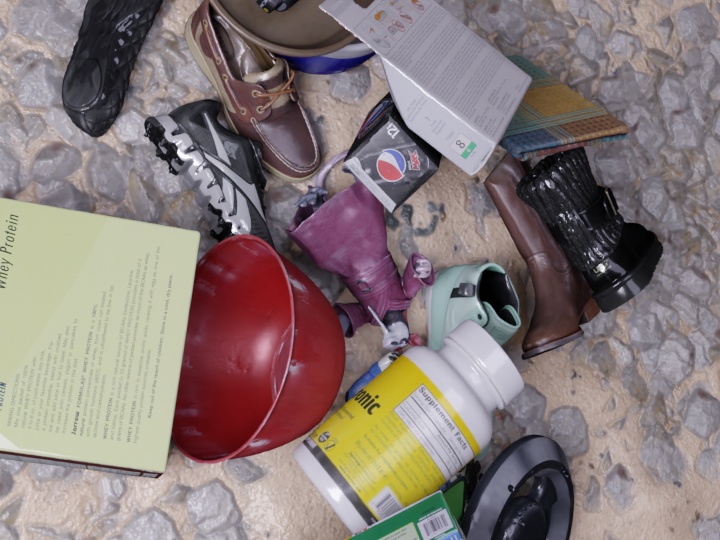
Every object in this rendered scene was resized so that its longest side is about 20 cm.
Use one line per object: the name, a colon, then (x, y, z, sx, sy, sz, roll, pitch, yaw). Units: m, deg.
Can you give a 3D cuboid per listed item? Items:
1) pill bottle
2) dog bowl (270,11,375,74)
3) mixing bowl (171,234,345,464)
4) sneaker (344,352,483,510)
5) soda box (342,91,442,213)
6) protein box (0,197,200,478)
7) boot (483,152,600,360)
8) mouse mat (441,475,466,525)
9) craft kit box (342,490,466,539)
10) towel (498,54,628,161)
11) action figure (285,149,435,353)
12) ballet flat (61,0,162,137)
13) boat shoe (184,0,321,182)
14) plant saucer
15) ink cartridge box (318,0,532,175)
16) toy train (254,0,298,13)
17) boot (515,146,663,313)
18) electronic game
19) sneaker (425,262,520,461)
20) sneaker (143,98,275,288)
pill bottle: (0.046, 0.139, 1.012, 0.199, 0.111, 0.112, -39, 96, -9)
dog bowl: (-0.038, -0.308, 1.173, 0.197, 0.079, 0.204, 5, 78, -22)
mixing bowl: (-0.084, 0.080, 1.033, 0.107, 0.198, 0.204, 18, 72, -40)
sneaker: (0.054, 0.182, 1.119, 0.202, 0.088, 0.078, 59, 21, -1)
soda box: (0.039, -0.128, 1.111, 0.063, 0.200, 0.071, -42, 100, 19)
protein box: (-0.250, 0.061, 0.965, 0.196, 0.135, 0.202, 9, 76, -11)
boot: (0.170, -0.022, 1.183, 0.203, 0.064, 0.186, 66, 27, -3)
mouse mat: (0.035, 0.282, 1.045, 0.160, 0.202, 0.008, -32, 55, -25)
craft kit box: (0.012, 0.287, 0.961, 0.198, 0.199, 0.049, -26, 46, 0)
towel: (0.162, -0.170, 1.187, 0.145, 0.200, 0.022, -14, 127, -25)
action figure: (0.000, 0.000, 1.136, 0.132, 0.149, 0.202, -26, 111, 2)
ballet flat: (-0.235, -0.222, 1.099, 0.065, 0.057, 0.203, 15, 67, 9)
boat shoe: (-0.100, -0.179, 1.125, 0.072, 0.072, 0.202, -32, 93, -24)
plant saucer: (-0.070, -0.299, 1.099, 0.197, 0.029, 0.204, 4, 79, -23)
ink cartridge box: (0.058, -0.195, 1.073, 0.199, 0.050, 0.161, 36, 37, -1)
toy train: (-0.026, -0.307, 1.085, 0.200, 0.034, 0.046, -45, 101, -23)
boot: (0.240, -0.056, 1.192, 0.079, 0.211, 0.159, -36, 90, 17)
electronic game: (0.150, 0.259, 1.115, 0.199, 0.041, 0.204, -20, 116, -46)
sneaker: (0.113, 0.091, 1.137, 0.073, 0.118, 0.204, -2, 82, -24)
sneaker: (-0.118, -0.081, 1.101, 0.090, 0.066, 0.201, -35, 92, -22)
